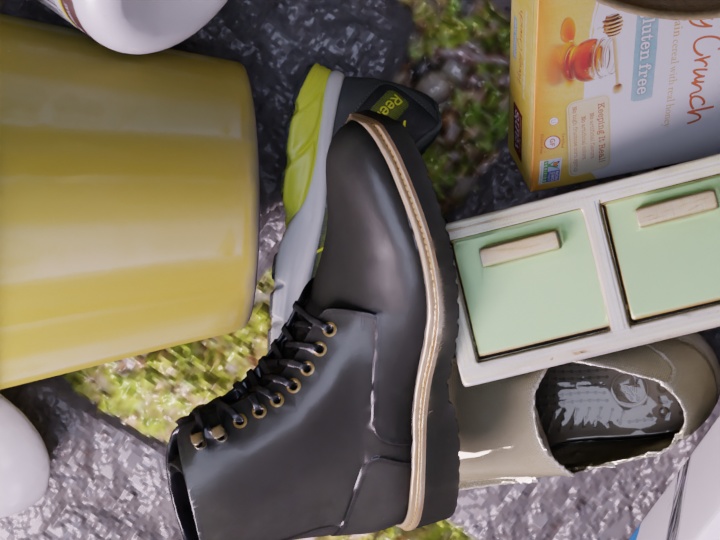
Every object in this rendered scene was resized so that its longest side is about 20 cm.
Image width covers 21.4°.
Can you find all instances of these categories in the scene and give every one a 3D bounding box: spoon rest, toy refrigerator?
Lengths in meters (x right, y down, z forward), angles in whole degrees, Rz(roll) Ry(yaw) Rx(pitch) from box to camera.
[{"bbox_3d":[-0.251,0.068,0.983,0.199,0.061,0.100,24,136,-2],"label":"spoon rest"},{"bbox_3d":[0.137,-0.007,0.877,0.198,0.070,0.077,-14,88,10],"label":"toy refrigerator"}]

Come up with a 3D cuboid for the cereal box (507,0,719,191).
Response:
[{"bbox_3d":[0.166,-0.118,0.864,0.198,0.040,0.145,-12,131,-10],"label":"cereal box"}]

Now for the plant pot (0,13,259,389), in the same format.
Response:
[{"bbox_3d":[-0.148,-0.033,0.903,0.187,0.201,0.203,-1,100,-11],"label":"plant pot"}]

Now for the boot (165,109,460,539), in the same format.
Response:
[{"bbox_3d":[-0.030,0.038,0.860,0.137,0.077,0.202,-13,106,-20],"label":"boot"}]

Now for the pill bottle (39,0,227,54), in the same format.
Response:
[{"bbox_3d":[-0.147,-0.190,0.879,0.200,0.109,0.110,36,103,27],"label":"pill bottle"}]

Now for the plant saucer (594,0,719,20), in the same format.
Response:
[{"bbox_3d":[0.125,-0.201,0.778,0.198,0.035,0.202,0,91,-12],"label":"plant saucer"}]

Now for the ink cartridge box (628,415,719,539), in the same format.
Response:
[{"bbox_3d":[0.213,0.146,0.904,0.146,0.086,0.201,25,136,0],"label":"ink cartridge box"}]

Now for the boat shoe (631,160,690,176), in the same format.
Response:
[{"bbox_3d":[0.206,0.016,0.933,0.062,0.073,0.201,-32,91,12],"label":"boat shoe"}]

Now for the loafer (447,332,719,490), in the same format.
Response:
[{"bbox_3d":[0.080,0.068,0.951,0.198,0.068,0.076,-13,99,10],"label":"loafer"}]

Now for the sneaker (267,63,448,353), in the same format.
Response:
[{"bbox_3d":[0.000,0.000,0.936,0.084,0.074,0.202,3,91,2],"label":"sneaker"}]
